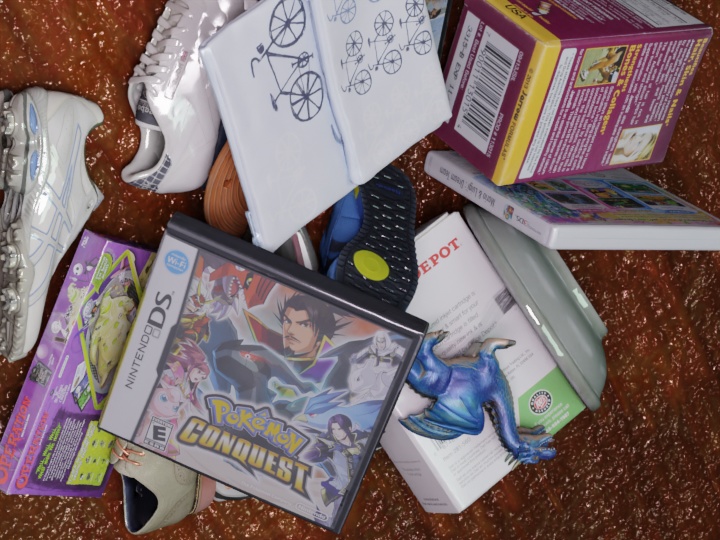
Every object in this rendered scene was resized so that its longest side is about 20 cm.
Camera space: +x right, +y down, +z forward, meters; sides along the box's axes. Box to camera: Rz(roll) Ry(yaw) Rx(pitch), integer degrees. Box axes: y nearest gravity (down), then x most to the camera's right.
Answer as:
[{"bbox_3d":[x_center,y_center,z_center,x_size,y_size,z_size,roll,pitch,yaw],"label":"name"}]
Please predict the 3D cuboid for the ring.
[{"bbox_3d":[-0.041,-0.100,1.409,0.200,0.019,0.201,-36,156,-19],"label":"ring"}]

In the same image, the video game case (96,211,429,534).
[{"bbox_3d":[-0.074,0.076,1.343,0.199,0.026,0.182,23,115,2],"label":"video game case"}]

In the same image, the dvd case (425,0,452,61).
[{"bbox_3d":[0.005,-0.166,1.431,0.142,0.018,0.201,-21,143,-27],"label":"dvd case"}]

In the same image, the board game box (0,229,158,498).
[{"bbox_3d":[-0.201,0.074,1.401,0.120,0.032,0.201,15,99,-65],"label":"board game box"}]

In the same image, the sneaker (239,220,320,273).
[{"bbox_3d":[-0.095,0.028,1.428,0.115,0.076,0.201,-19,141,-17],"label":"sneaker"}]

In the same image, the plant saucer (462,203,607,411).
[{"bbox_3d":[0.157,0.020,1.540,0.050,0.201,0.200,-33,125,6],"label":"plant saucer"}]

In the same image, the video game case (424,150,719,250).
[{"bbox_3d":[0.181,-0.058,1.540,0.199,0.182,0.024,0,112,-34],"label":"video game case"}]

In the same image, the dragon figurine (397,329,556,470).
[{"bbox_3d":[0.066,0.100,1.445,0.198,0.059,0.100,9,81,-20],"label":"dragon figurine"}]

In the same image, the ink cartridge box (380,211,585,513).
[{"bbox_3d":[0.065,0.075,1.524,0.146,0.084,0.201,-36,96,-21],"label":"ink cartridge box"}]

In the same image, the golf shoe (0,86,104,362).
[{"bbox_3d":[-0.225,-0.032,1.346,0.097,0.078,0.202,-5,111,-39],"label":"golf shoe"}]

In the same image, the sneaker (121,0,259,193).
[{"bbox_3d":[-0.127,-0.153,1.368,0.080,0.076,0.202,-1,107,-28],"label":"sneaker"}]

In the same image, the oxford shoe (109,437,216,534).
[{"bbox_3d":[-0.154,0.124,1.423,0.074,0.071,0.201,-32,135,-34],"label":"oxford shoe"}]

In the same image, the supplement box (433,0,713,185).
[{"bbox_3d":[0.170,-0.157,1.516,0.199,0.103,0.132,-9,128,-39],"label":"supplement box"}]

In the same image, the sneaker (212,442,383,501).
[{"bbox_3d":[-0.051,0.136,1.537,0.199,0.080,0.074,-15,78,-43],"label":"sneaker"}]

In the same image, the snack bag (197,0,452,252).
[{"bbox_3d":[-0.022,-0.133,1.324,0.200,0.021,0.190,-37,133,-27],"label":"snack bag"}]

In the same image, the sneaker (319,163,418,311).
[{"bbox_3d":[0.000,0.000,1.422,0.066,0.201,0.079,25,126,-14],"label":"sneaker"}]
